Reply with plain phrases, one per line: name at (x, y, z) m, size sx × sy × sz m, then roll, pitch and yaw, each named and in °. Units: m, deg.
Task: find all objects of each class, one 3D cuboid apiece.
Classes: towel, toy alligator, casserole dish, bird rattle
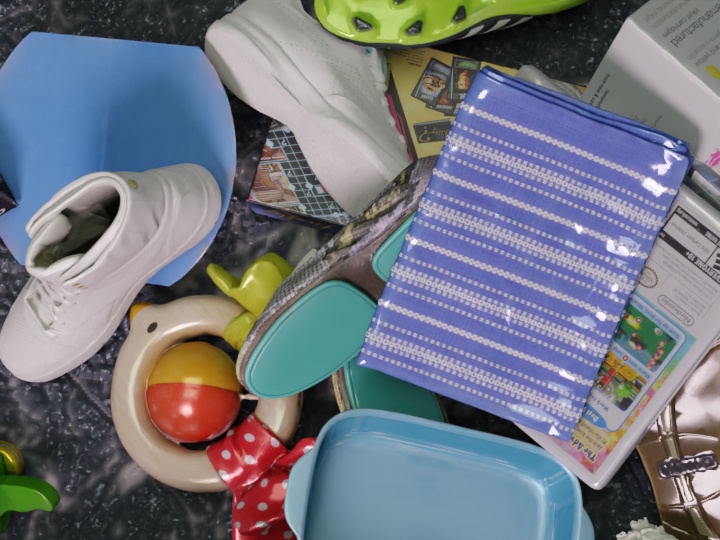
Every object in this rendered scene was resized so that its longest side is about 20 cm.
towel at (0.100, -0.009, 1.513) m, size 0.145 × 0.024 × 0.200 m, roll 21°, pitch 101°, yaw -8°
toy alligator at (-0.292, 0.130, 1.660) m, size 0.200 × 0.059 × 0.054 m, roll 21°, pitch 121°, yaw 9°
casserole dish at (0.045, 0.157, 1.553) m, size 0.200 × 0.039 × 0.121 m, roll 13°, pitch 74°, yaw -14°
bird rattle at (-0.083, 0.088, 1.645) m, size 0.163 × 0.113 × 0.200 m, roll 2°, pitch 91°, yaw 18°

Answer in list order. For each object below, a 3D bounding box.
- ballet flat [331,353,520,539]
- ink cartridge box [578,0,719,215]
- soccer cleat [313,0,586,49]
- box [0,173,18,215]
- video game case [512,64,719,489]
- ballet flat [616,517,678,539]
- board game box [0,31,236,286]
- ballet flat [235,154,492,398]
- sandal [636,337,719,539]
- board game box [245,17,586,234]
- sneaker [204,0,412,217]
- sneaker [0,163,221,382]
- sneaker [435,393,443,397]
ballet flat at (0.034, 0.126, 1.612) m, size 0.071 × 0.071 × 0.200 m, roll -33°, pitch 89°, yaw -2°
ink cartridge box at (0.251, -0.080, 1.582) m, size 0.200 × 0.145 × 0.145 m, roll 43°, pitch 50°, yaw 12°
soccer cleat at (0.065, -0.178, 1.665) m, size 0.200 × 0.081 × 0.068 m, roll -10°, pitch 80°, yaw -12°
box at (-0.364, -0.077, 1.705) m, size 0.198 × 0.050 × 0.200 m, roll -32°, pitch 76°, yaw 2°
video game case at (0.126, 0.003, 1.560) m, size 0.200 × 0.024 × 0.182 m, roll 40°, pitch 105°, yaw 16°
ballet flat at (0.125, 0.229, 1.595) m, size 0.200 × 0.072 × 0.072 m, roll -36°, pitch 77°, yaw 4°
board game box at (-0.162, -0.075, 1.685) m, size 0.200 × 0.039 × 0.158 m, roll 7°, pitch 95°, yaw 26°
ballet flat at (0.000, 0.000, 1.563) m, size 0.200 × 0.072 × 0.072 m, roll -41°, pitch 77°, yaw 9°
sandal at (0.214, 0.100, 1.602) m, size 0.080 × 0.054 × 0.200 m, roll -9°, pitch 104°, yaw 24°
board game box at (0.039, -0.080, 1.682) m, size 0.200 × 0.035 × 0.136 m, roll 15°, pitch 79°, yaw 8°
sneaker at (-0.005, -0.109, 1.645) m, size 0.200 × 0.075 × 0.088 m, roll 47°, pitch 60°, yaw 6°
sneaker at (-0.191, 0.000, 1.612) m, size 0.200 × 0.116 × 0.074 m, roll -45°, pitch 69°, yaw 25°
sneaker at (0.127, 0.054, 1.629) m, size 0.200 × 0.070 × 0.080 m, roll -20°, pitch 98°, yaw 7°
